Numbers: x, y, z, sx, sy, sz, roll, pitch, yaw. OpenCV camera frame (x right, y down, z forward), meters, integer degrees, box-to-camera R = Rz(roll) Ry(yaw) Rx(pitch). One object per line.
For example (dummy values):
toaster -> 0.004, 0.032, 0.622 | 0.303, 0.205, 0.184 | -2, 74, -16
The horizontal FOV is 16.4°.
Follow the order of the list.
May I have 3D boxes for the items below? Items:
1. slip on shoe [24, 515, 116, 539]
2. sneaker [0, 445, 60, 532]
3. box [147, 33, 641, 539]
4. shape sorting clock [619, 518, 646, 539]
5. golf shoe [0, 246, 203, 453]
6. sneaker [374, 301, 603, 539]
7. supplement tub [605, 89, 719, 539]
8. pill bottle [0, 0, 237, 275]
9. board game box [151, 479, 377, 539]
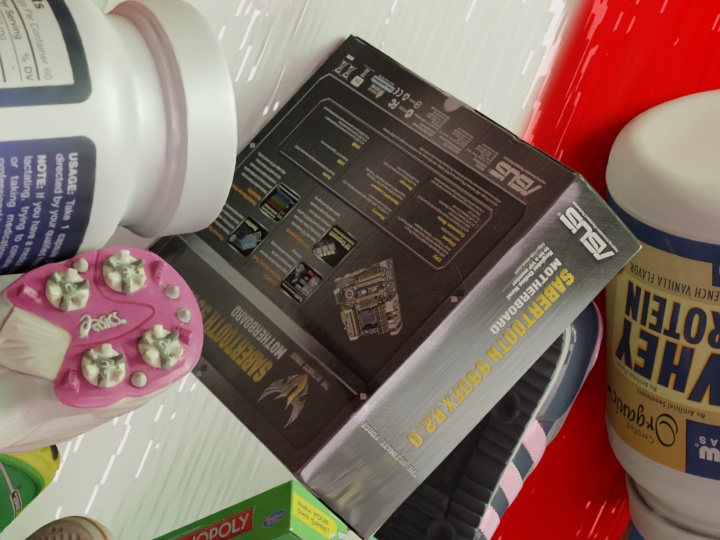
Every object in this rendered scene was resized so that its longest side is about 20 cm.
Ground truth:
slip on shoe -> -0.123, 0.174, 1.087 | 0.061, 0.074, 0.200 | -18, 142, -29
sneaker -> -0.212, 0.071, 1.004 | 0.200, 0.074, 0.084 | 25, 94, -37
box -> 0.000, 0.000, 1.016 | 0.158, 0.200, 0.048 | -48, 124, -3
shape sorting clock -> 0.225, 0.142, 1.215 | 0.200, 0.200, 0.039 | -15, 117, -24
golf shoe -> -0.160, 0.049, 0.944 | 0.200, 0.075, 0.092 | -9, 160, -21
sneaker -> 0.055, 0.093, 1.181 | 0.200, 0.070, 0.082 | -57, 156, 18
supplement tub -> 0.188, 0.029, 1.175 | 0.144, 0.144, 0.200 | -16, 119, -24
pill bottle -> -0.156, -0.053, 0.952 | 0.200, 0.116, 0.116 | -5, 115, -28
board game box -> -0.020, 0.174, 1.147 | 0.135, 0.029, 0.200 | -26, 134, 28
